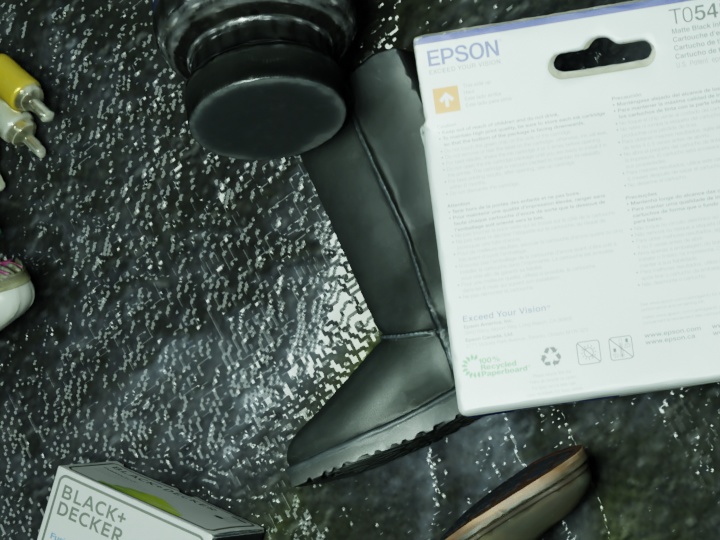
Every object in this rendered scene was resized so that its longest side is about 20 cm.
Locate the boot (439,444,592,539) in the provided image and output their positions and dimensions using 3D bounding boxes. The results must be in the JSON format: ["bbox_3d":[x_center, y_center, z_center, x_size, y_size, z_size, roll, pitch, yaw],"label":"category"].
[{"bbox_3d":[0.069,0.182,1.308,0.200,0.075,0.097,-41,87,21],"label":"boot"}]

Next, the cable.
[{"bbox_3d":[-0.260,-0.137,1.513,0.097,0.050,0.200,-48,61,33],"label":"cable"}]

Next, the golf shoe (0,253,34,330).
[{"bbox_3d":[-0.265,0.056,1.492,0.200,0.073,0.092,-27,93,31],"label":"golf shoe"}]

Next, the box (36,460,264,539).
[{"bbox_3d":[-0.143,0.222,1.415,0.116,0.060,0.200,22,98,28],"label":"box"}]

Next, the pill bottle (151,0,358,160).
[{"bbox_3d":[-0.060,-0.167,1.332,0.112,0.112,0.200,-22,60,26],"label":"pill bottle"}]

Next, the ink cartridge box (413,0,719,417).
[{"bbox_3d":[0.136,-0.035,1.257,0.199,0.041,0.201,-8,84,10],"label":"ink cartridge box"}]

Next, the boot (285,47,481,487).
[{"bbox_3d":[0.001,0.000,1.343,0.165,0.066,0.200,-26,79,16],"label":"boot"}]
